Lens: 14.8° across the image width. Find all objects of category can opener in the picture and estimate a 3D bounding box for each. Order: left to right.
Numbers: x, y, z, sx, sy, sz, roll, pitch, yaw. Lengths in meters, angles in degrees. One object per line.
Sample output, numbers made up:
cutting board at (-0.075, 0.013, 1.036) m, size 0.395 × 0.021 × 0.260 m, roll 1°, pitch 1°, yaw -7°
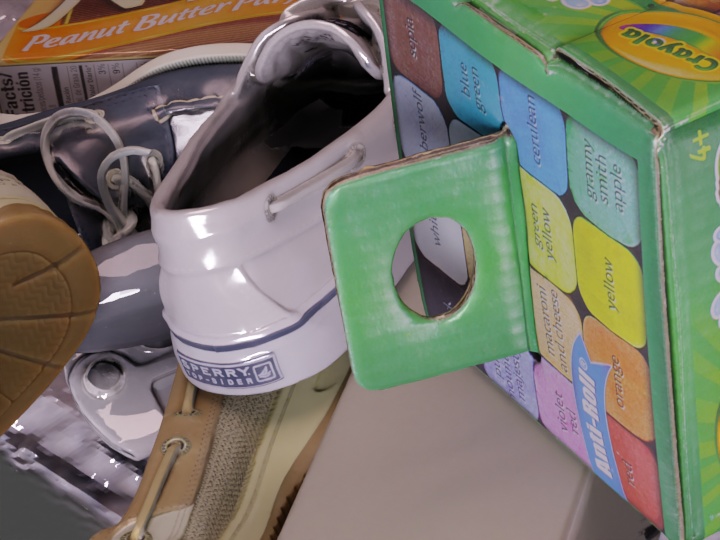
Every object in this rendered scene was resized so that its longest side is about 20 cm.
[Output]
can opener at (0.000, 0.000, 0.851) m, size 0.199 × 0.067 × 0.053 m, roll -20°, pitch 65°, yaw -18°

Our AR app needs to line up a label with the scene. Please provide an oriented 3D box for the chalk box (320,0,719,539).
chalk box at (0.086, -0.027, 0.692) m, size 0.199 × 0.125 × 0.124 m, roll -25°, pitch 38°, yaw -21°

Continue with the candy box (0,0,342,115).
candy box at (-0.017, -0.079, 0.969) m, size 0.199 × 0.056 × 0.116 m, roll -2°, pitch 27°, yaw 15°

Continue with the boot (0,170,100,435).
boot at (-0.181, 0.030, 0.825) m, size 0.200 × 0.072 × 0.155 m, roll -44°, pitch 38°, yaw -1°

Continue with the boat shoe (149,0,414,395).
boat shoe at (-0.002, -0.047, 0.798) m, size 0.073 × 0.066 × 0.200 m, roll -2°, pitch 33°, yaw 23°

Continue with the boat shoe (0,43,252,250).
boat shoe at (-0.088, -0.026, 0.907) m, size 0.199 × 0.075 × 0.062 m, roll -5°, pitch 33°, yaw 13°

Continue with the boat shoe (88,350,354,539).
boat shoe at (-0.049, 0.079, 0.733) m, size 0.063 × 0.073 × 0.201 m, roll 11°, pitch 40°, yaw 13°

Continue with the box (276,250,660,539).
box at (0.038, 0.056, 0.752) m, size 0.082 × 0.069 × 0.200 m, roll 1°, pitch 37°, yaw 20°
